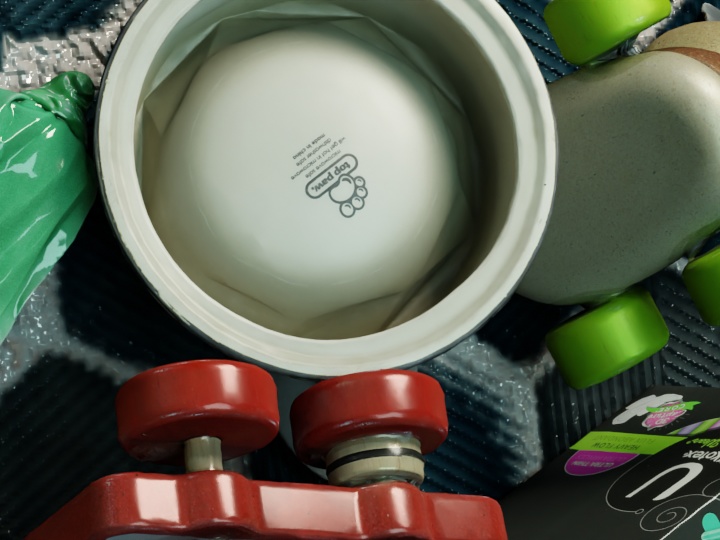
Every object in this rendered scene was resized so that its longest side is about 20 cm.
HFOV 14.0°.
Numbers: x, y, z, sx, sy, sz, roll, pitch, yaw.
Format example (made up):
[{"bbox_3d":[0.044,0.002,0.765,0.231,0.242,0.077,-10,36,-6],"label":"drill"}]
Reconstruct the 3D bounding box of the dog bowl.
[{"bbox_3d":[-0.019,-0.046,1.271,0.200,0.074,0.201,2,78,-10],"label":"dog bowl"}]

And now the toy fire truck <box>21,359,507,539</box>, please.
[{"bbox_3d":[-0.050,0.119,1.234,0.200,0.168,0.112,5,65,-32],"label":"toy fire truck"}]

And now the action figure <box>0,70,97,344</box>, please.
[{"bbox_3d":[-0.172,-0.009,1.222,0.118,0.055,0.200,47,66,-20],"label":"action figure"}]

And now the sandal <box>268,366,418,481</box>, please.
[{"bbox_3d":[0.000,0.000,1.321,0.075,0.045,0.200,7,92,-19],"label":"sandal"}]

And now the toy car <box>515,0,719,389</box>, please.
[{"bbox_3d":[0.151,-0.063,1.400,0.200,0.158,0.164,-29,91,-54],"label":"toy car"}]

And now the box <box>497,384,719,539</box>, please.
[{"bbox_3d":[0.134,0.155,1.353,0.200,0.148,0.124,-35,107,-28],"label":"box"}]
